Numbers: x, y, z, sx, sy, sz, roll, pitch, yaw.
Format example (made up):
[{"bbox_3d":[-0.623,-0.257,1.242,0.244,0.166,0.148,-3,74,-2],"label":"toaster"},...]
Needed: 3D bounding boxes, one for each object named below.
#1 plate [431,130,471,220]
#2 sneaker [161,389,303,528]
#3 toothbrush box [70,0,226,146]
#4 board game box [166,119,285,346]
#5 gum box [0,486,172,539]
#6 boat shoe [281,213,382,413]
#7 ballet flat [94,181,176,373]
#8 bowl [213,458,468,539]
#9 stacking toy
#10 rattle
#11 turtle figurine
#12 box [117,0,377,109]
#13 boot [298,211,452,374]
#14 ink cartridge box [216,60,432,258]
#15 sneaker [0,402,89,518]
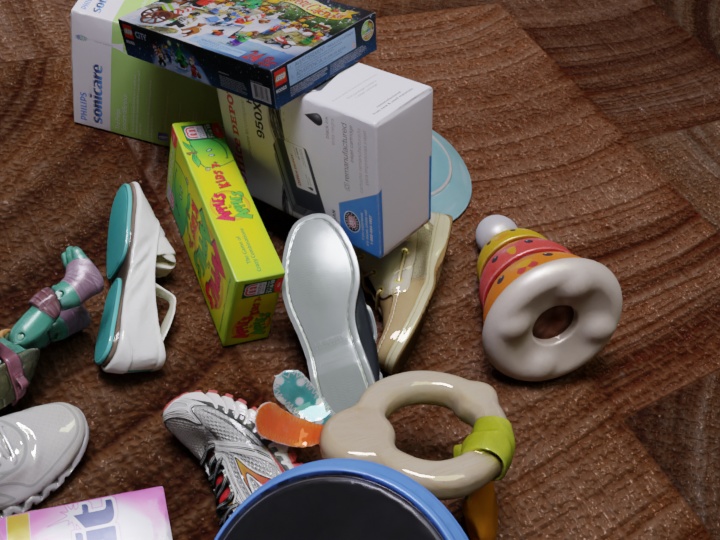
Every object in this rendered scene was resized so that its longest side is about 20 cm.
[{"bbox_3d":[0.042,-0.130,0.958,0.200,0.026,0.200,9,50,-10],"label":"plate"},{"bbox_3d":[-0.086,0.173,0.630,0.200,0.078,0.082,39,52,15],"label":"sneaker"},{"bbox_3d":[-0.201,-0.214,0.867,0.200,0.146,0.086,13,49,-7],"label":"toothbrush box"},{"bbox_3d":[-0.136,-0.040,0.773,0.048,0.102,0.200,-10,56,-26],"label":"board game box"},{"bbox_3d":[-0.178,0.251,0.541,0.113,0.066,0.200,-5,54,-23],"label":"gum box"},{"bbox_3d":[-0.025,0.049,0.729,0.075,0.060,0.200,-10,76,8],"label":"boat shoe"},{"bbox_3d":[-0.204,0.009,0.745,0.069,0.069,0.200,4,55,-15],"label":"ballet flat"},{"bbox_3d":[-0.016,0.226,0.523,0.200,0.039,0.201,-3,74,11],"label":"bowl"},{"bbox_3d":[0.166,0.005,0.844,0.146,0.146,0.200,0,33,-18],"label":"stacking toy"},{"bbox_3d":[0.018,0.158,0.658,0.199,0.143,0.130,-4,52,-7],"label":"rattle"},{"bbox_3d":[-0.298,0.063,0.626,0.200,0.150,0.101,-40,100,-44],"label":"turtle figurine"},{"bbox_3d":[-0.104,-0.218,0.735,0.200,0.038,0.137,25,49,30],"label":"box"},{"bbox_3d":[0.000,0.000,0.807,0.155,0.073,0.200,18,55,3],"label":"boot"},{"bbox_3d":[-0.035,-0.121,0.757,0.200,0.145,0.084,27,48,32],"label":"ink cartridge box"},{"bbox_3d":[-0.293,0.148,0.581,0.200,0.081,0.075,-25,61,-34],"label":"sneaker"}]
